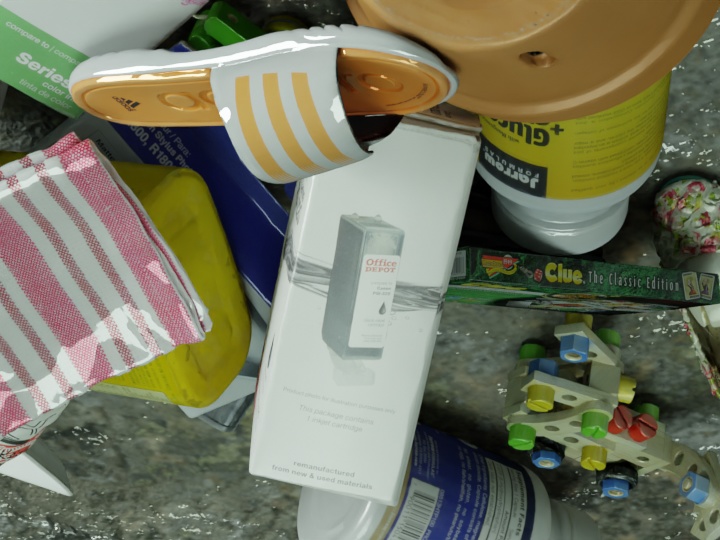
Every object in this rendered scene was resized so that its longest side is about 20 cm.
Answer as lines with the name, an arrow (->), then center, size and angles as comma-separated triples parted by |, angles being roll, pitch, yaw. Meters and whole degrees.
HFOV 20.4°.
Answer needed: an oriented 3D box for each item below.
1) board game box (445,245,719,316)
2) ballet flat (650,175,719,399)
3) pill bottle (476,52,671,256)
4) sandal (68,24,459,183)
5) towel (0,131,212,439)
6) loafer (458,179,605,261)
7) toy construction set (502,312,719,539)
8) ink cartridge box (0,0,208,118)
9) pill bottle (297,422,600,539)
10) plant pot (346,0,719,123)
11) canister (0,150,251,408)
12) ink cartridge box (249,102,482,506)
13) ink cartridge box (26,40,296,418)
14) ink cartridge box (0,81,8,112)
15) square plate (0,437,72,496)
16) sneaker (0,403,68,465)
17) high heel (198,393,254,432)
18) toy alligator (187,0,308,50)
board game box -> 0.108, 0.008, 1.191 | 0.199, 0.024, 0.105 | 6, 174, -37
ballet flat -> 0.236, 0.023, 1.275 | 0.075, 0.064, 0.200 | -14, 137, 18
pill bottle -> 0.113, -0.103, 1.093 | 0.112, 0.112, 0.200 | 0, 139, 3
sandal -> -0.048, -0.068, 0.929 | 0.206, 0.059, 0.079 | -3, 160, 31
towel -> -0.190, 0.027, 1.010 | 0.200, 0.030, 0.147 | -28, 132, 2
loafer -> 0.069, -0.035, 1.214 | 0.199, 0.063, 0.072 | 8, 167, -33
toy construction set -> 0.178, 0.107, 1.351 | 0.200, 0.092, 0.131 | 37, 144, -16
ink cartridge box -> -0.107, -0.192, 0.971 | 0.087, 0.146, 0.200 | 28, 133, -29
pill bottle -> 0.067, 0.183, 1.429 | 0.200, 0.120, 0.120 | 24, 135, -24
plant pot -> 0.069, -0.168, 0.920 | 0.199, 0.201, 0.140 | -12, -179, 16
canister -> -0.172, 0.001, 1.144 | 0.199, 0.087, 0.149 | 7, 129, 32
ink cartridge box -> 0.000, 0.000, 1.052 | 0.084, 0.146, 0.201 | 13, 104, -5
ink cartridge box -> -0.102, -0.016, 1.174 | 0.200, 0.041, 0.200 | 48, 139, -12
ink cartridge box -> -0.262, -0.087, 1.052 | 0.084, 0.200, 0.146 | -9, 134, 13
square plate -> -0.300, 0.068, 1.318 | 0.200, 0.028, 0.198 | 13, 152, 39
sneaker -> -0.248, 0.023, 1.105 | 0.201, 0.067, 0.108 | 45, 136, -12
high heel -> -0.129, 0.003, 1.289 | 0.200, 0.071, 0.143 | 29, 112, -12
toy alligator -> -0.060, -0.112, 1.130 | 0.200, 0.059, 0.054 | 30, 135, -14
